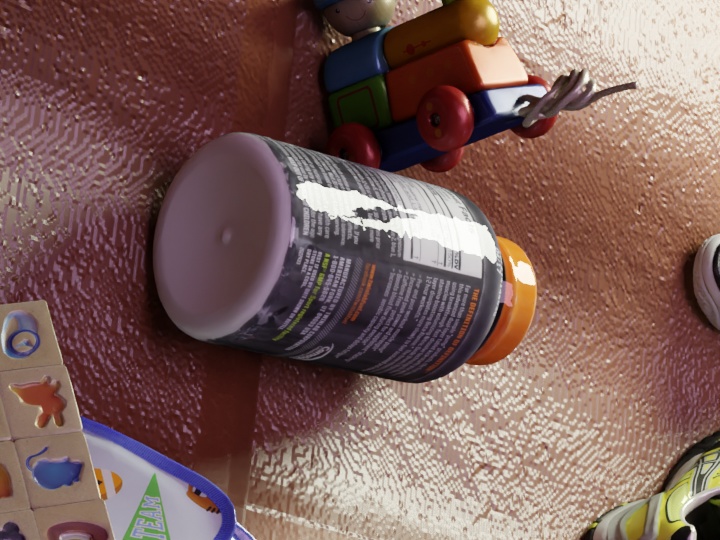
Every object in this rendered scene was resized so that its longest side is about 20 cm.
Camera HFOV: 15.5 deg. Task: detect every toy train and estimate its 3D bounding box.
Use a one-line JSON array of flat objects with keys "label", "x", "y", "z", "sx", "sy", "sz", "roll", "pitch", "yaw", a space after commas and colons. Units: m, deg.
[{"label": "toy train", "x": 0.058, "y": -0.122, "z": 1.377, "sx": 0.085, "sy": 0.200, "sz": 0.116, "roll": -12, "pitch": 84, "yaw": -45}]

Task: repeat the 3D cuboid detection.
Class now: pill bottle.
[{"label": "pill bottle", "x": 0.000, "y": 0.000, "z": 1.355, "sx": 0.200, "sy": 0.106, "sz": 0.106, "roll": 14, "pitch": 71, "yaw": -42}]

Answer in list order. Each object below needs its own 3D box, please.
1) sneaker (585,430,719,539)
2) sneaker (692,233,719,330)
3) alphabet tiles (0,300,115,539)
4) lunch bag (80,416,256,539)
[{"label": "sneaker", "x": 0.217, "y": 0.144, "z": 1.560, "sx": 0.200, "sy": 0.076, "sz": 0.075, "roll": -32, "pitch": 102, "yaw": -45}, {"label": "sneaker", "x": 0.308, "y": 0.026, "z": 1.649, "sx": 0.200, "sy": 0.115, "sz": 0.075, "roll": 27, "pitch": 63, "yaw": -38}, {"label": "alphabet tiles", "x": -0.198, "y": 0.081, "z": 1.142, "sx": 0.166, "sy": 0.006, "sz": 0.200, "roll": -7, "pitch": 64, "yaw": -27}, {"label": "lunch bag", "x": -0.110, "y": 0.186, "z": 1.198, "sx": 0.200, "sy": 0.124, "sz": 0.170, "roll": 48, "pitch": 50, "yaw": -7}]
